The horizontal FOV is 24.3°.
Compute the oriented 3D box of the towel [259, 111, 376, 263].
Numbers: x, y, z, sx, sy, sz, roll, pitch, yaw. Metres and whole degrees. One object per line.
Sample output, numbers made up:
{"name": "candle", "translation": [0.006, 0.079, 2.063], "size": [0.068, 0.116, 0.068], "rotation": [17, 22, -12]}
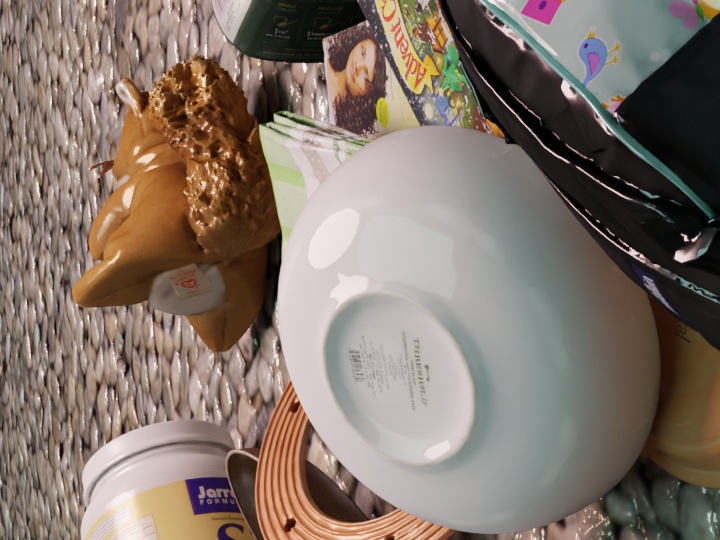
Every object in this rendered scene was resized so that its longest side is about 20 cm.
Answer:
{"name": "towel", "translation": [0.000, 0.000, 0.894], "size": [0.200, 0.031, 0.150], "rotation": [24, 124, 58]}

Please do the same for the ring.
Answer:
{"name": "ring", "translation": [0.021, 0.083, 0.922], "size": [0.200, 0.019, 0.201], "rotation": [-31, 39, 28]}

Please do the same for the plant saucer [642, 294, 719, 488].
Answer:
{"name": "plant saucer", "translation": [0.148, -0.003, 0.741], "size": [0.200, 0.032, 0.202], "rotation": [176, 90, -66]}

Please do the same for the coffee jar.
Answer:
{"name": "coffee jar", "translation": [-0.017, -0.217, 0.992], "size": [0.200, 0.104, 0.086], "rotation": [120, 141, -50]}

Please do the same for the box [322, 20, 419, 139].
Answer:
{"name": "box", "translation": [0.040, -0.113, 0.944], "size": [0.200, 0.050, 0.076], "rotation": [170, 95, -65]}

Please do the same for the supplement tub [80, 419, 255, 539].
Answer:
{"name": "supplement tub", "translation": [-0.129, 0.229, 1.248], "size": [0.146, 0.144, 0.201], "rotation": [117, 142, -48]}

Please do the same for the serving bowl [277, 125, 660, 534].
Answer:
{"name": "serving bowl", "translation": [0.034, 0.038, 0.770], "size": [0.199, 0.066, 0.201], "rotation": [17, 120, 33]}

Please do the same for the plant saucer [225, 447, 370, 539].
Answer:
{"name": "plant saucer", "translation": [-0.013, 0.187, 1.038], "size": [0.200, 0.032, 0.201], "rotation": [46, 157, 26]}

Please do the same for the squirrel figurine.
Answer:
{"name": "squirrel figurine", "translation": [-0.127, -0.073, 1.260], "size": [0.200, 0.141, 0.188], "rotation": [-48, 38, 39]}

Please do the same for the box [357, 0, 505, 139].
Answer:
{"name": "box", "translation": [0.063, -0.118, 0.789], "size": [0.201, 0.037, 0.137], "rotation": [65, 148, 20]}

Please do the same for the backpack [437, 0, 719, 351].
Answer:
{"name": "backpack", "translation": [0.125, -0.073, 0.593], "size": [0.154, 0.176, 0.200], "rotation": [-50, 39, 0]}
